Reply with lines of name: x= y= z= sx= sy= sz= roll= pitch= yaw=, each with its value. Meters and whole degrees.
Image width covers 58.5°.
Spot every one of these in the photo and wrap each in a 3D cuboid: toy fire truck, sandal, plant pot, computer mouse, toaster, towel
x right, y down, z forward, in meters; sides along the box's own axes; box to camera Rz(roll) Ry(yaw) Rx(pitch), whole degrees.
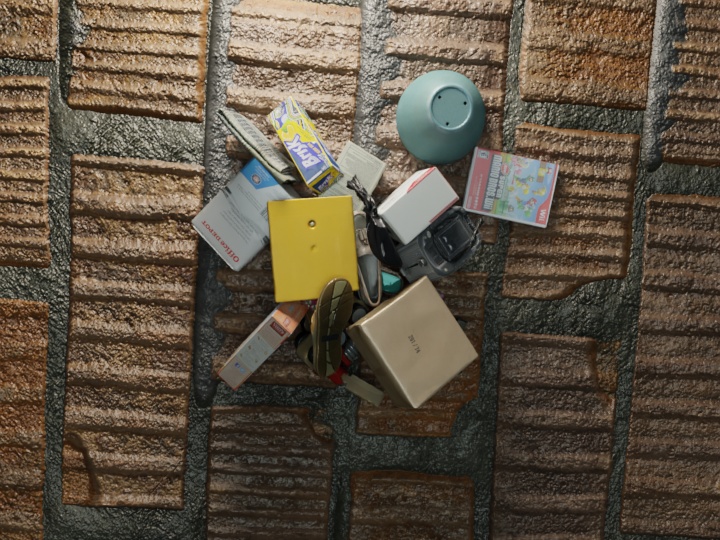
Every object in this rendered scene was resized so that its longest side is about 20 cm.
toy fire truck: x=-0.015 y=0.181 z=1.387 sx=0.176 sy=0.128 sz=0.201 roll=-46 pitch=122 yaw=-12
sandal: x=-0.067 y=0.110 z=1.280 sx=0.079 sy=0.054 sz=0.203 roll=0 pitch=105 yaw=-35
plant pot: x=0.180 y=-0.333 z=1.367 sx=0.196 sy=0.135 sz=0.204 roll=0 pitch=95 yaw=-3
computer mouse: x=0.019 y=-0.094 z=1.288 sx=0.046 sy=0.141 sz=0.201 roll=-29 pitch=135 yaw=-1
toaster: x=0.163 y=-0.053 z=1.365 sx=0.199 sy=0.129 sz=0.114 roll=-39 pitch=98 yaw=-36
towel: x=-0.203 y=-0.255 z=1.326 sx=0.034 sy=0.193 sz=0.200 roll=-42 pitch=94 yaw=7

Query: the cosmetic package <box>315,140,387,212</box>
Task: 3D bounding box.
cosmetic package: x=-0.035 y=-0.165 z=1.392 sx=0.102 sy=0.087 sz=0.202 roll=31 pitch=91 yaw=-6

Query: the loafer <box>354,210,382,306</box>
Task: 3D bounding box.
loafer: x=0.016 y=-0.024 z=1.342 sx=0.071 sy=0.063 sz=0.203 roll=-12 pitch=101 yaw=-8

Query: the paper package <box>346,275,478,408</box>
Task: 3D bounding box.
paper package: x=0.104 y=0.145 z=1.296 sx=0.189 sy=0.103 sz=0.201 roll=-34 pitch=91 yaw=-20

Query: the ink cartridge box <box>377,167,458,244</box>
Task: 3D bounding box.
ink cartridge box: x=0.108 y=-0.136 z=1.347 sx=0.144 sy=0.200 sz=0.084 roll=-40 pitch=99 yaw=1

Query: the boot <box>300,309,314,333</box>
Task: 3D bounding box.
boot: x=-0.108 y=0.064 z=1.421 sx=0.074 sy=0.074 sz=0.203 roll=-18 pitch=103 yaw=-14

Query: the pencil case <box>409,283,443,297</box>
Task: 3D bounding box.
pencil case: x=0.108 y=0.121 z=1.425 sx=0.086 sy=0.087 sz=0.202 roll=25 pitch=93 yaw=-4

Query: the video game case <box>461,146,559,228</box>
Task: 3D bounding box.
video game case: x=0.336 y=-0.186 z=1.444 sx=0.197 sy=0.017 sz=0.145 roll=11 pitch=93 yaw=-4

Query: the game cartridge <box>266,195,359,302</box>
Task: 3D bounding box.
game cartridge: x=-0.094 y=-0.044 z=1.292 sx=0.173 sy=0.032 sz=0.204 roll=-4 pitch=94 yaw=-10

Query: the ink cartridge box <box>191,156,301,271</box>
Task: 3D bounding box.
ink cartridge box: x=-0.236 y=-0.122 z=1.373 sx=0.200 sy=0.086 sz=0.147 roll=-42 pitch=95 yaw=12

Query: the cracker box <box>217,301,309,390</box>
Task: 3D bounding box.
cracker box: x=-0.201 y=0.145 z=1.351 sx=0.058 sy=0.134 sz=0.200 roll=42 pitch=115 yaw=-5

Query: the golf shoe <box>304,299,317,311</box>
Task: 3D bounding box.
golf shoe: x=-0.101 y=-0.005 z=1.355 sx=0.075 sy=0.091 sz=0.202 roll=-19 pitch=100 yaw=32

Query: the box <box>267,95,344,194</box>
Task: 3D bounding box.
box: x=-0.115 y=-0.262 z=1.346 sx=0.070 sy=0.064 sz=0.202 roll=-36 pitch=68 yaw=13

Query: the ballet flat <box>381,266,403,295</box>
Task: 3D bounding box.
ballet flat: x=0.000 y=0.000 z=1.416 sx=0.198 sy=0.067 sz=0.069 roll=27 pitch=99 yaw=-4

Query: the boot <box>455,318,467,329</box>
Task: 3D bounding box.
boot: x=0.152 y=0.169 z=1.401 sx=0.198 sy=0.067 sz=0.133 roll=-8 pitch=105 yaw=-38
